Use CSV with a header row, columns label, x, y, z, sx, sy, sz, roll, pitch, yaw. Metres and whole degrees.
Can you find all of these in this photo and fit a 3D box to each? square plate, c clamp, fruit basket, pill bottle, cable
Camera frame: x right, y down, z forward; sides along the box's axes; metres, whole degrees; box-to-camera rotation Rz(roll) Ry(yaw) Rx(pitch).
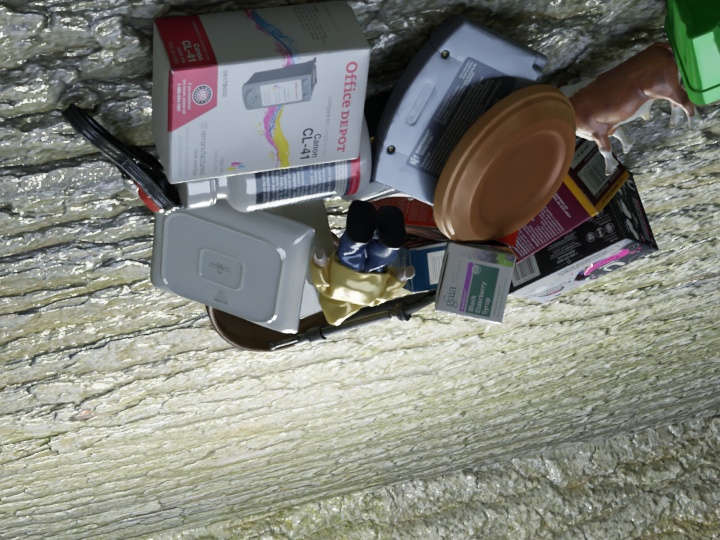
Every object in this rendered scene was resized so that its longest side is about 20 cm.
label,x,y,z,sx,sy,sz,roll,pitch,yaw
square plate,-0.161,-0.010,1.709,0.199,0.029,0.199,19,138,6
c clamp,0.006,0.063,1.805,0.199,0.027,0.171,-17,-178,22
fruit basket,0.446,-0.251,1.562,0.214,0.156,0.216,-7,147,-5
pill bottle,-0.098,-0.126,1.538,0.199,0.120,0.120,-11,160,-14
cable,-0.253,-0.107,1.512,0.050,0.097,0.200,-40,157,9

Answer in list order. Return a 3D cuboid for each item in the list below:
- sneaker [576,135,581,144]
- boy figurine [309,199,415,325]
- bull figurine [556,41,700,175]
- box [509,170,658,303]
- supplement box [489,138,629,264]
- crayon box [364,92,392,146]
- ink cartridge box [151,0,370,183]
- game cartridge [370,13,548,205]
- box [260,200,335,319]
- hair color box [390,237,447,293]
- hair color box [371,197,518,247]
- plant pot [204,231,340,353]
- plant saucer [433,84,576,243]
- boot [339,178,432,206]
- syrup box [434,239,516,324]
label,x,y,z,sx,sy,sz,roll,pitch,yaw
sneaker,0.193,-0.143,1.794,0.199,0.074,0.081,-20,166,19
boy figurine,0.000,0.000,1.669,0.124,0.065,0.200,7,149,-10
bull figurine,0.298,-0.190,1.670,0.199,0.122,0.065,-26,-158,37
box,0.297,-0.052,2.024,0.199,0.133,0.114,-28,158,31
supplement box,0.241,-0.089,1.886,0.200,0.086,0.110,-35,-174,45
crayon box,0.095,-0.174,1.659,0.199,0.052,0.126,-16,160,3
ink cartridge box,-0.099,-0.175,1.397,0.199,0.086,0.148,-8,137,-15
game cartridge,0.097,-0.168,1.529,0.133,0.042,0.201,23,111,-20
box,-0.078,-0.038,1.736,0.082,0.068,0.201,-19,133,-10
hair color box,0.075,-0.023,1.901,0.099,0.061,0.200,-9,-168,-18
hair color box,0.091,-0.074,1.764,0.101,0.062,0.199,17,174,-43
plant pot,-0.114,0.003,1.864,0.200,0.093,0.202,-13,131,-16
plant saucer,0.165,-0.107,1.556,0.200,0.037,0.201,-30,145,-24
boot,0.079,-0.094,1.622,0.199,0.096,0.074,-20,-156,10
syrup box,0.132,0.010,1.667,0.081,0.079,0.200,11,-177,2
